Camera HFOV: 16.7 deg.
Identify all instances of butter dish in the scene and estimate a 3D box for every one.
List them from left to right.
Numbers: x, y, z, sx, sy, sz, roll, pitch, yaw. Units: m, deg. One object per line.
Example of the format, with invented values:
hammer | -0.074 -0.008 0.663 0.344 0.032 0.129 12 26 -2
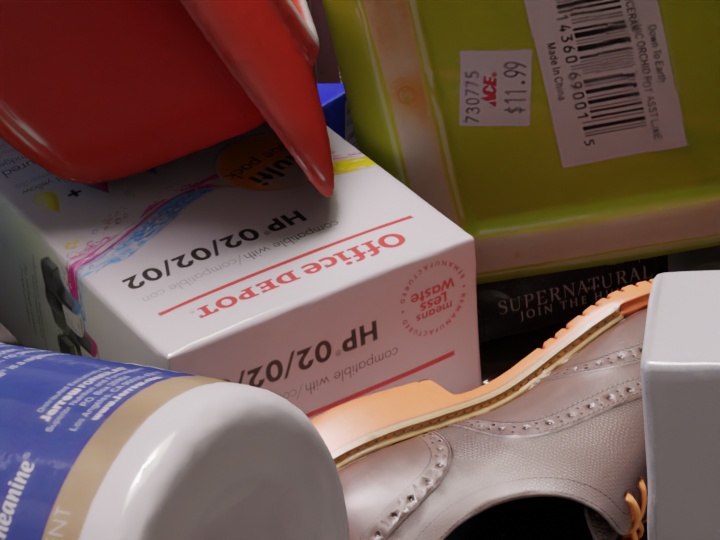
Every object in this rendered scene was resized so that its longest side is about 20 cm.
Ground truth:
butter dish | -0.114 -0.111 0.813 0.147 0.200 0.200 -28 34 8

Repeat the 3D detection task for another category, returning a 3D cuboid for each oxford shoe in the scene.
oxford shoe | 0.070 0.060 0.728 0.199 0.072 0.073 -22 42 -20

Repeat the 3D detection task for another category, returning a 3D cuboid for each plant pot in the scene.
plant pot | 0.081 -0.111 0.873 0.198 0.201 0.182 -9 31 9

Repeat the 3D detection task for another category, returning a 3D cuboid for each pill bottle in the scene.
pill bottle | -0.112 0.074 0.662 0.199 0.112 0.111 7 25 32

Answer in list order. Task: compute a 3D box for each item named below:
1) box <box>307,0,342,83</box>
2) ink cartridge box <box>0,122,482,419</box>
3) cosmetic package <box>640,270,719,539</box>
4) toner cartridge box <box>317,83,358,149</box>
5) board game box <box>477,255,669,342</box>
box | 0.059 -0.154 1.126 0.165 0.165 0.200 -11 21 -19
ink cartridge box | -0.038 0.010 0.811 0.115 0.068 0.200 -22 37 -25
cosmetic package | 0.176 0.055 0.642 0.199 0.102 0.071 -1 21 11
toner cartridge box | -0.105 -0.055 1.058 0.199 0.044 0.095 1 9 11
board game box | 0.000 0.000 0.937 0.199 0.028 0.135 -13 22 -16
